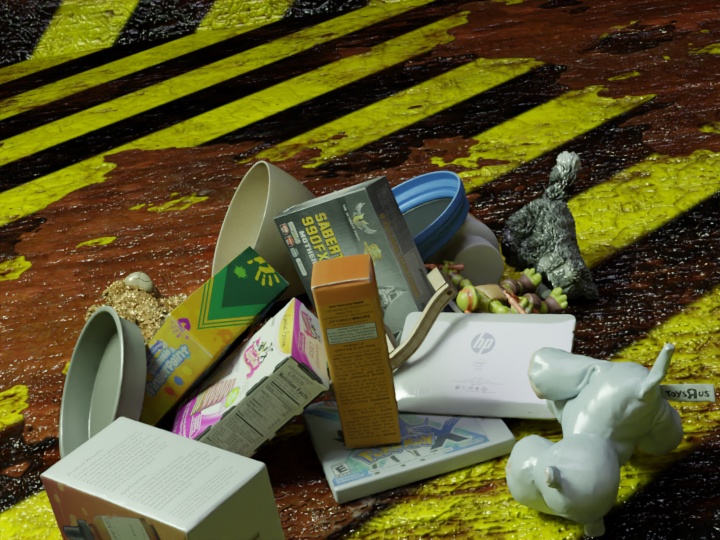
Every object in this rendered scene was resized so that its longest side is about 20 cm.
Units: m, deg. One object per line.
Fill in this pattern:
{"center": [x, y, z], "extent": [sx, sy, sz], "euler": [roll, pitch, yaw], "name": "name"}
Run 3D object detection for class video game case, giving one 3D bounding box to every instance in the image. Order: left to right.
{"center": [0.047, 0.174, 1.308], "extent": [0.200, 0.022, 0.182], "euler": [-15, 25, -9], "name": "video game case"}

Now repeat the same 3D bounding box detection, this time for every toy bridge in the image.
{"center": [0.030, 0.083, 1.353], "extent": [0.200, 0.027, 0.067], "euler": [-40, 39, 9], "name": "toy bridge"}

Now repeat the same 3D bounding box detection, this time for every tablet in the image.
{"center": [0.134, 0.102, 1.316], "extent": [0.200, 0.014, 0.130], "euler": [1, 56, 22], "name": "tablet"}

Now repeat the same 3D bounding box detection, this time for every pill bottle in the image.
{"center": [0.118, -0.033, 1.615], "extent": [0.109, 0.109, 0.200], "euler": [-17, 25, -13], "name": "pill bottle"}

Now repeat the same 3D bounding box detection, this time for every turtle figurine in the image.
{"center": [0.176, 0.039, 1.444], "extent": [0.161, 0.065, 0.200], "euler": [-1, 18, -40], "name": "turtle figurine"}

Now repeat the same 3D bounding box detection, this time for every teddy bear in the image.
{"center": [-0.310, 0.058, 1.650], "extent": [0.145, 0.067, 0.200], "euler": [-4, 26, 10], "name": "teddy bear"}

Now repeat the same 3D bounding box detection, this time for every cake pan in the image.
{"center": [-0.292, 0.141, 1.345], "extent": [0.037, 0.201, 0.200], "euler": [13, 13, -29], "name": "cake pan"}

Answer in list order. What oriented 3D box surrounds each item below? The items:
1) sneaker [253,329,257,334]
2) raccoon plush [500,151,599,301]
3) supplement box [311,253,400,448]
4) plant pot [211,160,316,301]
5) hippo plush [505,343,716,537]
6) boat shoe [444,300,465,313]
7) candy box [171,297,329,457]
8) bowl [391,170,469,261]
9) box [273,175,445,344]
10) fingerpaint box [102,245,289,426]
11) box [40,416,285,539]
{"center": [-0.132, 0.112, 1.441], "extent": [0.200, 0.083, 0.072], "euler": [-28, 29, -33], "name": "sneaker"}
{"center": [0.267, -0.054, 1.536], "extent": [0.097, 0.200, 0.134], "euler": [12, 7, -40], "name": "raccoon plush"}
{"center": [-0.003, 0.087, 1.247], "extent": [0.069, 0.200, 0.067], "euler": [-11, 24, 5], "name": "supplement box"}
{"center": [-0.110, -0.038, 1.667], "extent": [0.134, 0.201, 0.200], "euler": [19, 16, -22], "name": "plant pot"}
{"center": [0.231, 0.176, 1.134], "extent": [0.200, 0.159, 0.161], "euler": [-3, 53, 52], "name": "hippo plush"}
{"center": [0.105, 0.069, 1.479], "extent": [0.063, 0.073, 0.200], "euler": [-49, 37, 2], "name": "boat shoe"}
{"center": [-0.122, 0.138, 1.290], "extent": [0.200, 0.061, 0.136], "euler": [-42, 19, 16], "name": "candy box"}
{"center": [0.053, -0.054, 1.544], "extent": [0.200, 0.039, 0.201], "euler": [-30, 22, 13], "name": "bowl"}
{"center": [0.000, 0.000, 1.441], "extent": [0.158, 0.200, 0.048], "euler": [-14, 15, 41], "name": "box"}
{"center": [-0.194, 0.087, 1.400], "extent": [0.200, 0.073, 0.167], "euler": [-47, -1, 41], "name": "fingerpaint box"}
{"center": [-0.176, 0.244, 1.095], "extent": [0.200, 0.152, 0.106], "euler": [9, 32, 38], "name": "box"}
